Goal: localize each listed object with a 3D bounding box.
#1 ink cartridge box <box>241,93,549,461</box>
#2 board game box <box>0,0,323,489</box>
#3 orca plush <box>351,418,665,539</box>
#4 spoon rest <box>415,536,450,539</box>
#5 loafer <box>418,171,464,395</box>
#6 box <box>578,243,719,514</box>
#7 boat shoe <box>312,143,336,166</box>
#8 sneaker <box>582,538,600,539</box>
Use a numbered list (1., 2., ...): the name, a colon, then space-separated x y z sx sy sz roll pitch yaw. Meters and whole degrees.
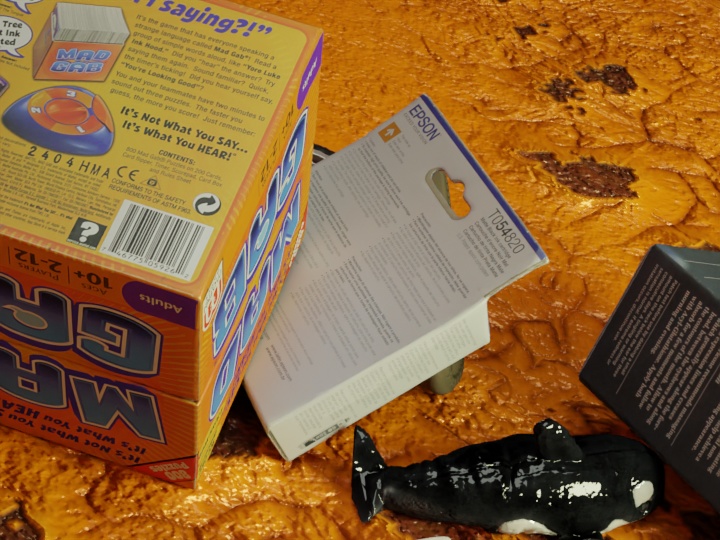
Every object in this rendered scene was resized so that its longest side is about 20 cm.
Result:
1. ink cartridge box: 0.000 0.000 1.285 0.199 0.041 0.200 -31 42 0
2. board game box: -0.150 -0.033 1.172 0.199 0.200 0.200 17 55 7
3. orca plush: 0.095 0.108 1.219 0.199 0.071 0.105 10 33 -5
4. spoon rest: 0.057 0.235 1.043 0.099 0.061 0.201 -4 50 -23
5. loafer: 0.031 0.008 1.349 0.067 0.076 0.200 -5 37 2
6. box: 0.262 0.084 1.252 0.148 0.107 0.200 5 30 -44
7. boat shoe: -0.089 -0.079 1.422 0.199 0.074 0.060 7 34 20
8. sneaker: 0.195 0.199 1.107 0.200 0.084 0.077 32 36 26
